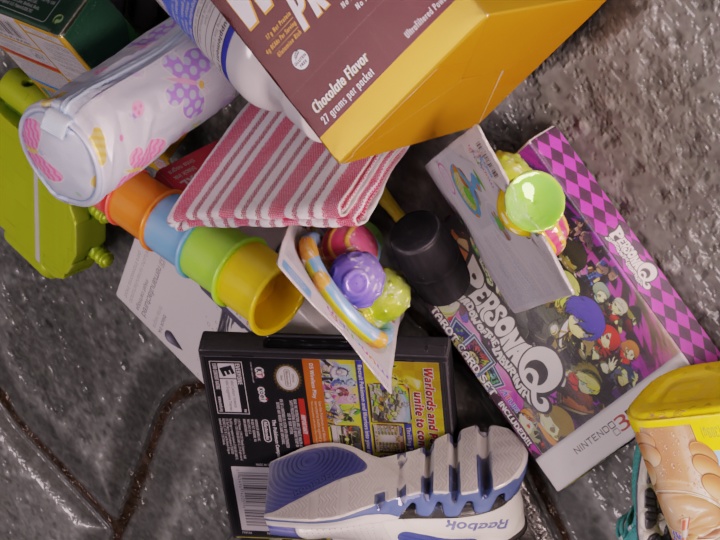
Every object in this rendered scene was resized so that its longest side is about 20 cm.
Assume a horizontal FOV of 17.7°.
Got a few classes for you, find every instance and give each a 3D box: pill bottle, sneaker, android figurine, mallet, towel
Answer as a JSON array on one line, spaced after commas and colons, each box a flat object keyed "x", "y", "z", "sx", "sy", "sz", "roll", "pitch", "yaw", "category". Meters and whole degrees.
[{"x": -0.061, "y": -0.179, "z": 1.564, "sx": 0.200, "sy": 0.112, "sz": 0.112, "roll": 48, "pitch": 141, "yaw": 31, "category": "pill bottle"}, {"x": 0.201, "y": 0.183, "z": 1.559, "sx": 0.080, "sy": 0.077, "sz": 0.201, "roll": 33, "pitch": 141, "yaw": 45, "category": "sneaker"}, {"x": 0.034, "y": 0.185, "z": 1.670, "sx": 0.198, "sy": 0.081, "sz": 0.116, "roll": -8, "pitch": 128, "yaw": 14, "category": "sneaker"}, {"x": -0.268, "y": -0.074, "z": 1.923, "sx": 0.200, "sy": 0.041, "sz": 0.183, "roll": 37, "pitch": 138, "yaw": 35, "category": "android figurine"}, {"x": 0.018, "y": -0.046, "z": 1.610, "sx": 0.066, "sy": 0.041, "sz": 0.200, "roll": 58, "pitch": 177, "yaw": -38, "category": "mallet"}, {"x": -0.035, "y": -0.082, "z": 1.603, "sx": 0.199, "sy": 0.147, "sz": 0.030, "roll": 0, "pitch": 136, "yaw": 47, "category": "towel"}]

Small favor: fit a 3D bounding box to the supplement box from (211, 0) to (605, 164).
[{"x": 0.013, "y": -0.194, "z": 1.408, "sx": 0.133, "sy": 0.197, "sz": 0.200, "roll": -43, "pitch": 79, "yaw": 27, "category": "supplement box"}]

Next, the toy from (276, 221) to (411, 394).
[{"x": 0.000, "y": 0.000, "z": 1.582, "sx": 0.047, "sy": 0.200, "sz": 0.115, "roll": -40, "pitch": 100, "yaw": 9, "category": "toy"}]

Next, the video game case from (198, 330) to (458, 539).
[{"x": -0.017, "y": 0.125, "z": 1.697, "sx": 0.180, "sy": 0.026, "sz": 0.201, "roll": 1, "pitch": 132, "yaw": 9, "category": "video game case"}]

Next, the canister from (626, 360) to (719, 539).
[{"x": 0.262, "y": 0.158, "z": 1.450, "sx": 0.148, "sy": 0.087, "sz": 0.201, "roll": -10, "pitch": 109, "yaw": 36, "category": "canister"}]

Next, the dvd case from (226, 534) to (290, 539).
[{"x": -0.030, "y": 0.235, "z": 1.789, "sx": 0.199, "sy": 0.146, "sz": 0.022, "roll": 13, "pitch": 140, "yaw": 41, "category": "dvd case"}]

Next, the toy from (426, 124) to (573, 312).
[{"x": 0.100, "y": -0.037, "z": 1.461, "sx": 0.116, "sy": 0.047, "sz": 0.200, "roll": 59, "pitch": 175, "yaw": 0, "category": "toy"}]

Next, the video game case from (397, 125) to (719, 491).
[{"x": 0.133, "y": 0.030, "z": 1.569, "sx": 0.200, "sy": 0.036, "sz": 0.181, "roll": 55, "pitch": 139, "yaw": 7, "category": "video game case"}]

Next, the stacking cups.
[{"x": -0.125, "y": -0.028, "z": 1.676, "sx": 0.200, "sy": 0.060, "sz": 0.061, "roll": 35, "pitch": 135, "yaw": 32, "category": "stacking cups"}]

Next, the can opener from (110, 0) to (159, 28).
[{"x": -0.160, "y": -0.268, "z": 1.702, "sx": 0.067, "sy": 0.052, "sz": 0.201, "roll": -108, "pitch": 24, "yaw": -47, "category": "can opener"}]

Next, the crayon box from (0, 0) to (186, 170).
[{"x": -0.206, "y": -0.156, "z": 1.757, "sx": 0.125, "sy": 0.052, "sz": 0.200, "roll": 24, "pitch": 162, "yaw": 36, "category": "crayon box"}]

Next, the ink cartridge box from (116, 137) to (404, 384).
[{"x": -0.078, "y": 0.022, "z": 1.752, "sx": 0.200, "sy": 0.084, "sz": 0.145, "roll": 43, "pitch": 137, "yaw": 19, "category": "ink cartridge box"}]

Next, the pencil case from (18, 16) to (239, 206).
[{"x": -0.151, "y": -0.127, "z": 1.654, "sx": 0.083, "sy": 0.200, "sz": 0.091, "roll": 42, "pitch": 145, "yaw": 11, "category": "pencil case"}]
